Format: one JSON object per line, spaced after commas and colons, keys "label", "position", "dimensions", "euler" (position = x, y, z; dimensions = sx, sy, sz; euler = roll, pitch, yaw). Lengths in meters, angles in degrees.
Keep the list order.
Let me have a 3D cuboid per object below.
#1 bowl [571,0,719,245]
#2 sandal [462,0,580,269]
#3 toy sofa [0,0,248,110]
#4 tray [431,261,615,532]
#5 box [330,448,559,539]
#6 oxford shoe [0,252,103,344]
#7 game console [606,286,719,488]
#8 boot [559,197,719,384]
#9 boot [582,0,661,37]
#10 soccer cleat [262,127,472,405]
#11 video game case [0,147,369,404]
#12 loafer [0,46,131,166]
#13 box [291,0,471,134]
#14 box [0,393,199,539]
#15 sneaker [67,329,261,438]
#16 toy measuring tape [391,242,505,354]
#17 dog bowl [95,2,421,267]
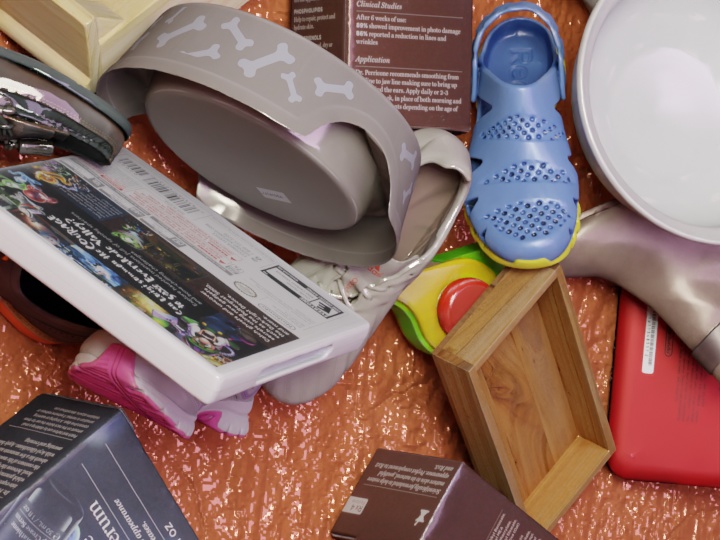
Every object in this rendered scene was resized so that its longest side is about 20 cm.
{"label": "bowl", "position": [0.217, -0.111, 1.646], "dimensions": [0.200, 0.090, 0.203], "euler": [2, 84, -20]}
{"label": "sandal", "position": [0.101, -0.094, 1.601], "dimensions": [0.079, 0.087, 0.201], "euler": [-5, 58, 1]}
{"label": "toy sofa", "position": [-0.123, -0.190, 1.492], "dimensions": [0.200, 0.083, 0.098], "euler": [-42, 157, -25]}
{"label": "tray", "position": [0.110, 0.087, 1.640], "dimensions": [0.099, 0.037, 0.200], "euler": [-48, 141, -23]}
{"label": "box", "position": [0.087, 0.201, 1.640], "dimensions": [0.200, 0.100, 0.075], "euler": [39, 71, -30]}
{"label": "oxford shoe", "position": [-0.215, -0.030, 1.440], "dimensions": [0.200, 0.072, 0.071], "euler": [40, 71, -28]}
{"label": "game console", "position": [0.261, 0.055, 1.800], "dimensions": [0.171, 0.119, 0.201], "euler": [5, 88, -3]}
{"label": "boot", "position": [0.222, 0.014, 1.694], "dimensions": [0.199, 0.070, 0.147], "euler": [-23, 77, -14]}
{"label": "boot", "position": [0.123, -0.221, 1.673], "dimensions": [0.095, 0.073, 0.201], "euler": [-34, 106, -17]}
{"label": "soccer cleat", "position": [0.000, 0.000, 1.527], "dimensions": [0.069, 0.078, 0.201], "euler": [31, 99, -17]}
{"label": "video game case", "position": [-0.114, -0.002, 1.413], "dimensions": [0.023, 0.200, 0.182], "euler": [-61, 161, 20]}
{"label": "loafer", "position": [-0.230, -0.101, 1.422], "dimensions": [0.199, 0.072, 0.063], "euler": [27, 72, -17]}
{"label": "box", "position": [0.013, -0.189, 1.581], "dimensions": [0.100, 0.075, 0.201], "euler": [1, 93, -34]}
{"label": "box", "position": [-0.198, 0.191, 1.441], "dimensions": [0.200, 0.107, 0.149], "euler": [-40, 113, -25]}
{"label": "sneaker", "position": [-0.105, 0.043, 1.462], "dimensions": [0.089, 0.081, 0.200], "euler": [-65, 166, 3]}
{"label": "toy measuring tape", "position": [0.026, 0.035, 1.616], "dimensions": [0.199, 0.073, 0.074], "euler": [-17, 102, -22]}
{"label": "dog bowl", "position": [-0.053, -0.080, 1.439], "dimensions": [0.200, 0.200, 0.059], "euler": [40, 70, -29]}
